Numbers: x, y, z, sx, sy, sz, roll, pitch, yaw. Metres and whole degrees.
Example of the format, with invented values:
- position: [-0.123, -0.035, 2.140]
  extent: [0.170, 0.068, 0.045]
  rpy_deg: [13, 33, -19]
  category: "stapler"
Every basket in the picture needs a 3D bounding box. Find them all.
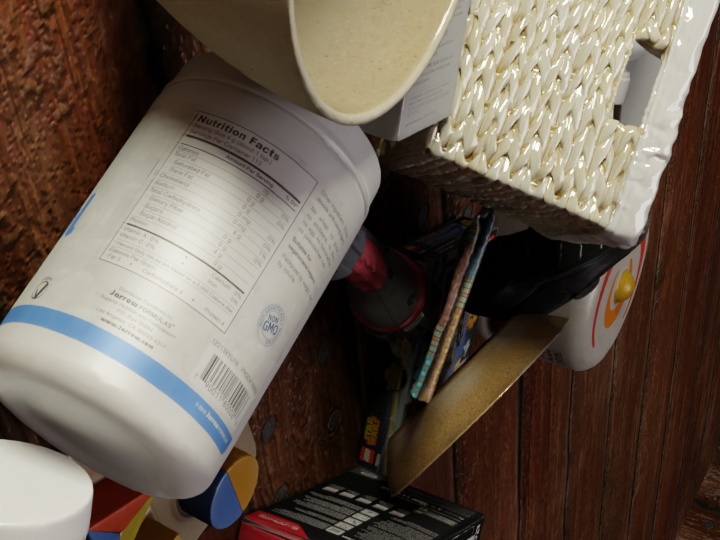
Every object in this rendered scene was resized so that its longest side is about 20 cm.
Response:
- position: [0.124, -0.134, 0.976]
  extent: [0.200, 0.160, 0.199]
  rpy_deg: [-163, -88, -81]
  category: "basket"

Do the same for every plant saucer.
- position: [0.084, 0.098, 1.130]
  extent: [0.200, 0.035, 0.200]
  rpy_deg: [-45, 175, -5]
  category: "plant saucer"

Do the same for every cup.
- position: [-0.041, -0.185, 0.674]
  extent: [0.200, 0.143, 0.201]
  rpy_deg: [-48, 148, -43]
  category: "cup"

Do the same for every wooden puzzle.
- position: [-0.121, 0.134, 0.864]
  extent: [0.200, 0.046, 0.186]
  rpy_deg: [-57, 153, -31]
  category: "wooden puzzle"

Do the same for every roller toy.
- position: [0.196, 0.000, 1.363]
  extent: [0.182, 0.139, 0.201]
  rpy_deg: [-31, 135, -57]
  category: "roller toy"

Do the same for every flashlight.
- position: [0.000, 0.000, 1.011]
  extent: [0.068, 0.067, 0.200]
  rpy_deg: [-67, 158, -6]
  category: "flashlight"

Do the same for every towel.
- position: [0.068, 0.027, 1.064]
  extent: [0.200, 0.022, 0.147]
  rpy_deg: [34, 75, -86]
  category: "towel"

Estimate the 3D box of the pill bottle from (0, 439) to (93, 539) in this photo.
- position: [-0.183, 0.189, 0.679]
  extent: [0.112, 0.112, 0.201]
  rpy_deg: [-23, 128, -61]
  category: "pill bottle"

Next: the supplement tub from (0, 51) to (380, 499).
- position: [-0.088, 0.003, 0.727]
  extent: [0.200, 0.132, 0.132]
  rpy_deg: [-60, 155, -26]
  category: "supplement tub"

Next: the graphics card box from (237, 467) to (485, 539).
- position: [0.004, 0.211, 1.104]
  extent: [0.200, 0.125, 0.051]
  rpy_deg: [-11, 115, -65]
  category: "graphics card box"

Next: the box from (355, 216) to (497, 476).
- position: [0.058, 0.063, 1.225]
  extent: [0.137, 0.040, 0.201]
  rpy_deg: [-24, 129, -59]
  category: "box"

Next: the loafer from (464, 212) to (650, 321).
- position: [0.163, -0.010, 1.124]
  extent: [0.072, 0.200, 0.073]
  rpy_deg: [20, 64, -28]
  category: "loafer"

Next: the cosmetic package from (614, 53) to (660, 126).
- position: [0.279, -0.228, 1.419]
  extent: [0.151, 0.051, 0.201]
  rpy_deg: [-83, 172, -47]
  category: "cosmetic package"

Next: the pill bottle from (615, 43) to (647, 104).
- position: [0.217, -0.253, 1.253]
  extent: [0.112, 0.112, 0.201]
  rpy_deg: [-21, 126, -61]
  category: "pill bottle"

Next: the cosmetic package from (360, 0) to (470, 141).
- position: [0.006, -0.189, 0.824]
  extent: [0.081, 0.112, 0.201]
  rpy_deg: [-34, 136, -56]
  category: "cosmetic package"
